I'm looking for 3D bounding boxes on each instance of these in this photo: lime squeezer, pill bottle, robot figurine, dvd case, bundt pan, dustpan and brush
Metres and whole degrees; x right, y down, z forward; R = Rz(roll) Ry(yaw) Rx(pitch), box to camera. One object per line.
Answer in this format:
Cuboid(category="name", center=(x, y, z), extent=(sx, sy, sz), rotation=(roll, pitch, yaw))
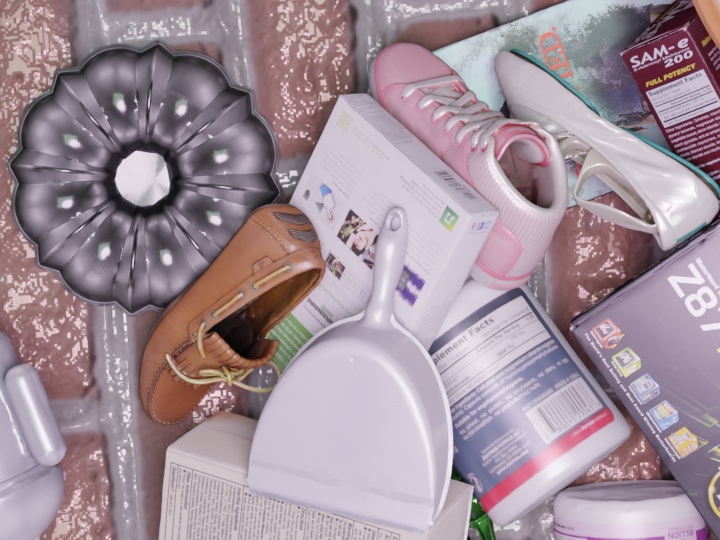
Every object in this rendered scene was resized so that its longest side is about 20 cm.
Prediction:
Cuboid(category="lime squeezer", center=(0.065, 0.148, 1.538), extent=(0.038, 0.071, 0.200), rotation=(-39, 62, 23))
Cuboid(category="pill bottle", center=(0.088, 0.068, 1.500), extent=(0.120, 0.120, 0.200), rotation=(-35, 80, -2))
Cuboid(category="robot figurine", center=(-0.279, 0.119, 1.488), extent=(0.169, 0.113, 0.200), rotation=(-20, 94, 36))
Cuboid(category="dvd case", center=(0.156, -0.123, 1.552), extent=(0.200, 0.022, 0.146), rotation=(-20, 93, -2))
Cuboid(category="pill bottle", center=(0.198, 0.256, 1.523), extent=(0.112, 0.112, 0.200), rotation=(-4, 93, -3))
Cuboid(category="bundt pan", center=(-0.153, -0.066, 1.508), extent=(0.202, 0.076, 0.202), rotation=(0, 92, -4))
Cuboid(category="dustpan and brush", center=(0.005, 0.059, 1.402), extent=(0.139, 0.057, 0.200), rotation=(11, 102, 19))

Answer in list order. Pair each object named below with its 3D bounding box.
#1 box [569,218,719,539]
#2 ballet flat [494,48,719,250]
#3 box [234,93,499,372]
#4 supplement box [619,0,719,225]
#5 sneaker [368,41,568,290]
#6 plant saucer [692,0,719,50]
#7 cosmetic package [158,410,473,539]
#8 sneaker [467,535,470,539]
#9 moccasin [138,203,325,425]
Cuboid(category="box", center=(0.265, 0.072, 1.453), extent=(0.161, 0.049, 0.200), rotation=(-34, 89, 16))
Cuboid(category="ballet flat", center=(0.156, -0.082, 1.476), extent=(0.200, 0.069, 0.069), rotation=(37, 90, 22))
Cuboid(category="box", center=(0.000, 0.000, 1.463), extent=(0.144, 0.036, 0.200), rotation=(45, 121, 31))
Cuboid(category="supplement box", center=(0.270, -0.096, 1.500), extent=(0.061, 0.109, 0.200), rotation=(-20, 104, 38))
Cuboid(category="sneaker", center=(0.080, -0.095, 1.458), extent=(0.075, 0.105, 0.200), rotation=(-15, 66, -29))
Cuboid(category="plant saucer", center=(0.280, -0.207, 1.490), extent=(0.032, 0.200, 0.201), rotation=(-21, 94, 38))
Cuboid(category="cosmetic package", center=(-0.032, 0.178, 1.471), extent=(0.200, 0.087, 0.104), rotation=(17, 113, 21))
Cuboid(category="sneaker", center=(0.011, 0.179, 1.529), extent=(0.082, 0.073, 0.200), rotation=(-41, 92, 3))
Cuboid(category="moccasin", center=(-0.088, 0.044, 1.482), extent=(0.201, 0.074, 0.078), rotation=(-46, 57, 27))
